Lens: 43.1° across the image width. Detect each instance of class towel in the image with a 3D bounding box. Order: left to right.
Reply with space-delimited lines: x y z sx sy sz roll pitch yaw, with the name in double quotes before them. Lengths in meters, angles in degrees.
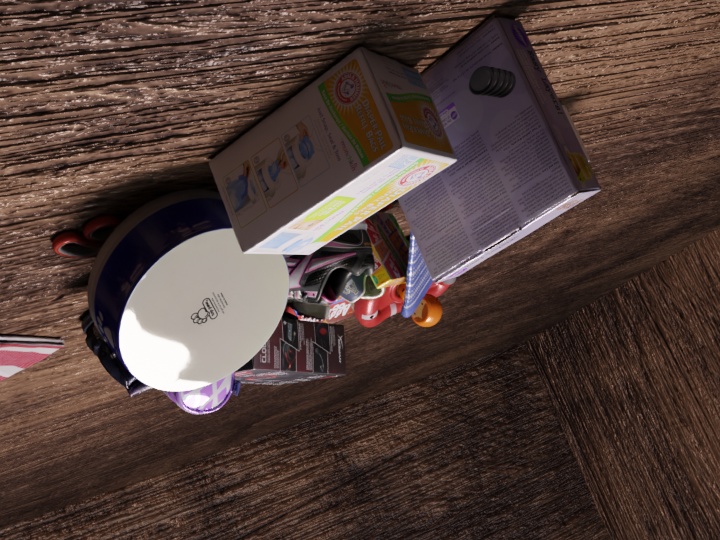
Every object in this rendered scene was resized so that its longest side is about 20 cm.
"towel" -0.499 0.135 1.174 0.198 0.023 0.144 -27 167 15
"towel" 0.088 -0.050 1.137 0.145 0.024 0.201 -55 159 -35

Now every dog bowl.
"dog bowl" -0.175 0.023 0.946 0.198 0.079 0.202 -23 134 -27

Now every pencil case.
"pencil case" -0.233 0.109 1.152 0.083 0.087 0.199 4 -168 -39

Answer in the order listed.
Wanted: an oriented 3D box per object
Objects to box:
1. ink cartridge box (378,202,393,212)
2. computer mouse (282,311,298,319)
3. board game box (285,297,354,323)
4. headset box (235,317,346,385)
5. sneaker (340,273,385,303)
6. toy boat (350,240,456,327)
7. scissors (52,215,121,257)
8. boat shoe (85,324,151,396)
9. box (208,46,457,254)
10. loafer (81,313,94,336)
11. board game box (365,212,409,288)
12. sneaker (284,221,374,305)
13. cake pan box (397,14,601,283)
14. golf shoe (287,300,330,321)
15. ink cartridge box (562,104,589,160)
"ink cartridge box" -0.034 -0.057 1.149 0.197 0.051 0.162 -17 166 -12
"computer mouse" -0.169 0.059 1.252 0.198 0.035 0.058 15 -179 -34
"board game box" -0.067 0.051 1.439 0.199 0.019 0.104 -17 140 -46
"headset box" -0.139 0.113 1.263 0.147 0.076 0.198 -14 164 41
"sneaker" 0.000 0.000 1.204 0.067 0.090 0.200 -40 171 17
"toy boat" 0.083 0.036 1.461 0.198 0.131 0.132 -21 143 -20
"scissors" -0.249 -0.029 0.985 0.073 0.014 0.200 -30 166 15
"boat shoe" -0.212 0.073 1.071 0.198 0.093 0.075 -28 152 -24
"box" -0.027 -0.104 0.861 0.199 0.103 0.112 -31 164 30
"loafer" -0.277 0.052 1.131 0.071 0.064 0.199 -7 159 -48
"board game box" 0.034 -0.029 1.170 0.030 0.096 0.200 -29 174 13
"sneaker" -0.066 0.008 1.065 0.199 0.087 0.080 -32 162 33
"cake pan box" 0.108 -0.110 0.887 0.052 0.186 0.199 -7 159 -48
"golf shoe" -0.104 0.009 1.279 0.199 0.075 0.092 18 102 -53
"ink cartridge box" 0.192 -0.120 1.203 0.143 0.084 0.200 -19 166 -13
